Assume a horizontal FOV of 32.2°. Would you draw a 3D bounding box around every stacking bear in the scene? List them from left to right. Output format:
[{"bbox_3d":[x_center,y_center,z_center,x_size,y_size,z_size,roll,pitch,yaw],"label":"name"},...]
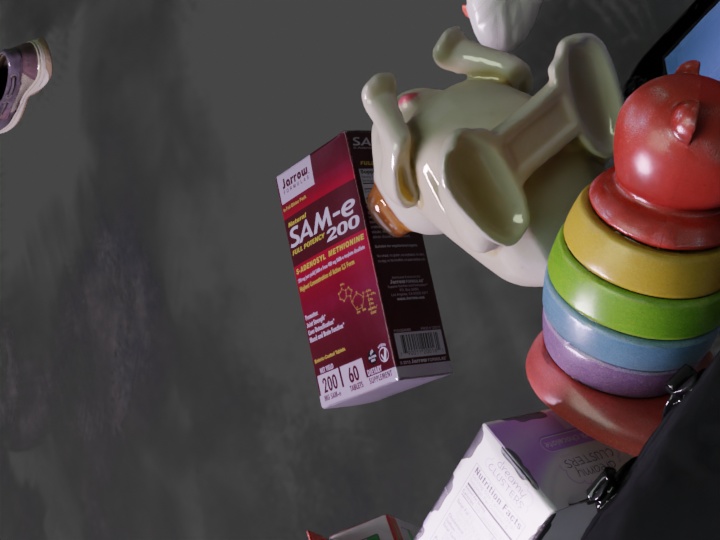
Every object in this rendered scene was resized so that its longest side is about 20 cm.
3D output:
[{"bbox_3d":[0.165,-0.014,0.697,0.113,0.122,0.201,17,123,12],"label":"stacking bear"}]

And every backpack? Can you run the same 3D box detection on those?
[{"bbox_3d":[0.218,0.139,0.633,0.153,0.200,0.164,37,90,31],"label":"backpack"}]

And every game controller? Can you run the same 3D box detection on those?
[{"bbox_3d":[0.218,-0.131,0.708,0.200,0.042,0.105,-50,22,46],"label":"game controller"}]

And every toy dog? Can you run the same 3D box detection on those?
[{"bbox_3d":[0.083,-0.071,0.839,0.140,0.194,0.200,-48,29,-13],"label":"toy dog"}]

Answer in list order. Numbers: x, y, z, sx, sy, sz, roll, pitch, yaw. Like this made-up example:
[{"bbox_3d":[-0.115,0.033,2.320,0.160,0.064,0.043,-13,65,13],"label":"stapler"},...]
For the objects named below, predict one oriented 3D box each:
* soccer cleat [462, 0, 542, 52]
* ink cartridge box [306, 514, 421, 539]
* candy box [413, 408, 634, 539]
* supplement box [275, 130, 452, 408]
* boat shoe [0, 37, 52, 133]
[{"bbox_3d":[0.118,-0.245,0.836,0.077,0.069,0.202,22,107,46],"label":"soccer cleat"},{"bbox_3d":[0.024,0.237,0.897,0.050,0.200,0.110,-22,70,6],"label":"ink cartridge box"},{"bbox_3d":[0.112,0.177,0.789,0.072,0.167,0.201,50,128,34],"label":"candy box"},{"bbox_3d":[0.000,0.000,1.006,0.109,0.061,0.202,-27,71,50],"label":"supplement box"},{"bbox_3d":[-0.446,-0.229,1.551,0.200,0.064,0.072,-27,74,50],"label":"boat shoe"}]
